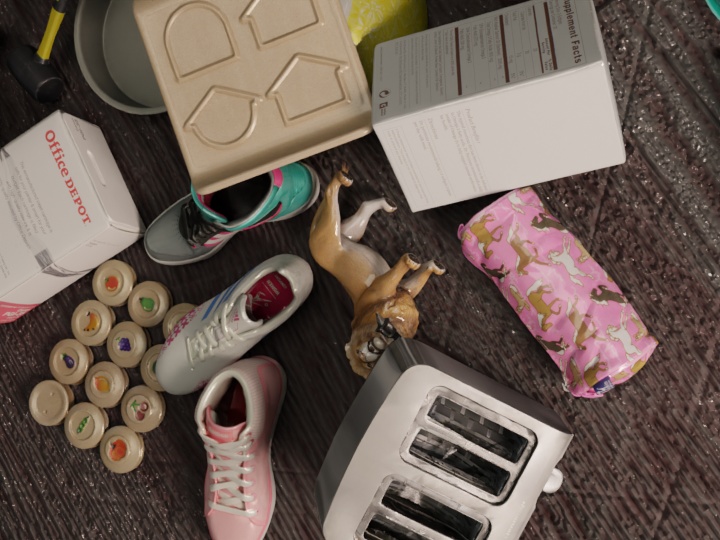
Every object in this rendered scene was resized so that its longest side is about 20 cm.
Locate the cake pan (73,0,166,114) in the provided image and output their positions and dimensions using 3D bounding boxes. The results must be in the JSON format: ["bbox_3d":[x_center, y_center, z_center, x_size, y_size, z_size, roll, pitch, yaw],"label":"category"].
[{"bbox_3d":[-0.214,-0.263,1.057,0.200,0.037,0.201,-1,86,21],"label":"cake pan"}]

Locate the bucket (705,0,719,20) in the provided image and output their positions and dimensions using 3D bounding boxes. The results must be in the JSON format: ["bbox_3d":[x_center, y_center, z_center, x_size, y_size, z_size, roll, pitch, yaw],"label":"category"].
[{"bbox_3d":[0.380,-0.286,0.823,0.207,0.135,0.208,-2,83,17],"label":"bucket"}]

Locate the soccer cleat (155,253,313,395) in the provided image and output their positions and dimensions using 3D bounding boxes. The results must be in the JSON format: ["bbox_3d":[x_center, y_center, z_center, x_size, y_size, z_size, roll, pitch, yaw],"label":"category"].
[{"bbox_3d":[-0.132,0.054,0.972,0.200,0.086,0.070,-41,93,9],"label":"soccer cleat"}]

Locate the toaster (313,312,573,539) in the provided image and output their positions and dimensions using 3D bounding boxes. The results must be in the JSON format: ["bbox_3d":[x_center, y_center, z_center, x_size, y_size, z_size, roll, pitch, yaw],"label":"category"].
[{"bbox_3d":[0.064,0.168,0.859,0.200,0.119,0.181,28,93,-7],"label":"toaster"}]

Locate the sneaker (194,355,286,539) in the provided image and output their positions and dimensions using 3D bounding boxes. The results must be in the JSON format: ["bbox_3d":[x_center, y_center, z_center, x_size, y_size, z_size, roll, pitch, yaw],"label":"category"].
[{"bbox_3d":[-0.127,0.183,0.959,0.075,0.105,0.201,9,89,16],"label":"sneaker"}]

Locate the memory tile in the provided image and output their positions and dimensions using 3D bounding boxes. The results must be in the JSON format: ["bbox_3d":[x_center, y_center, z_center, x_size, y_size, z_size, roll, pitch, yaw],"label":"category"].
[{"bbox_3d":[-0.260,0.101,1.054,0.153,0.017,0.200,30,95,18],"label":"memory tile"}]

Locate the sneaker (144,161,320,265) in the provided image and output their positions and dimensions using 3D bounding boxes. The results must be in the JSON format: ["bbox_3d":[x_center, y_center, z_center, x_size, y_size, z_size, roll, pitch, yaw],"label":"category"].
[{"bbox_3d":[-0.149,-0.061,0.978,0.200,0.121,0.084,-24,78,15],"label":"sneaker"}]

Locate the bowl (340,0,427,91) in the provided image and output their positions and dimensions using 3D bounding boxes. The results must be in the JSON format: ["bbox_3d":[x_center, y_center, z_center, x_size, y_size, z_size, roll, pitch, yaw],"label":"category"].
[{"bbox_3d":[-0.041,-0.252,0.970,0.200,0.108,0.201,-2,85,17],"label":"bowl"}]

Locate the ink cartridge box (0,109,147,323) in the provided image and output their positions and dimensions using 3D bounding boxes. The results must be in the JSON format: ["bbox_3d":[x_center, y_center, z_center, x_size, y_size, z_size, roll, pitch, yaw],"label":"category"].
[{"bbox_3d":[-0.350,-0.054,1.062,0.200,0.083,0.147,-30,76,13],"label":"ink cartridge box"}]

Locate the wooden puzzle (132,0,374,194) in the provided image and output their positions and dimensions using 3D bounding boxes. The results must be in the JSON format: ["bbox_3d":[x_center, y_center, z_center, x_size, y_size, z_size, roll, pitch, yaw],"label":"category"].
[{"bbox_3d":[-0.095,-0.189,0.904,0.185,0.046,0.200,-19,87,12],"label":"wooden puzzle"}]

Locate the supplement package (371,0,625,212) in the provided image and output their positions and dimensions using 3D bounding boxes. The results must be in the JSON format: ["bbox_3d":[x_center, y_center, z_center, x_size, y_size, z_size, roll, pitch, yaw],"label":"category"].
[{"bbox_3d":[0.122,-0.151,0.883,0.200,0.117,0.117,-12,46,16],"label":"supplement package"}]

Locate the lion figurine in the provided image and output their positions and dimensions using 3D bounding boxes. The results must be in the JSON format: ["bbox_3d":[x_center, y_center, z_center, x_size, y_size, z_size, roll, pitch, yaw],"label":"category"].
[{"bbox_3d":[0.000,0.000,0.960,0.123,0.072,0.200,-48,58,26],"label":"lion figurine"}]

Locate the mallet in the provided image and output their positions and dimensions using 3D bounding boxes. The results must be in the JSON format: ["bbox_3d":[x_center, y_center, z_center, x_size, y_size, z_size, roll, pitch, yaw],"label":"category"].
[{"bbox_3d":[-0.334,-0.281,1.066,0.066,0.041,0.200,39,121,24],"label":"mallet"}]

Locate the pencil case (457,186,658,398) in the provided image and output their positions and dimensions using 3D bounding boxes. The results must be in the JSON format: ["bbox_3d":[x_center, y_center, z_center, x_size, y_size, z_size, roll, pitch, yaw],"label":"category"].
[{"bbox_3d":[0.174,0.019,0.890,0.086,0.083,0.200,-28,73,-27],"label":"pencil case"}]
